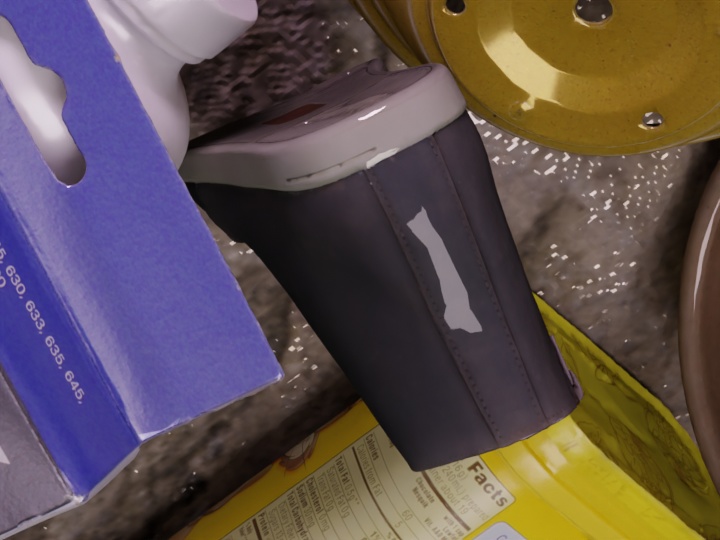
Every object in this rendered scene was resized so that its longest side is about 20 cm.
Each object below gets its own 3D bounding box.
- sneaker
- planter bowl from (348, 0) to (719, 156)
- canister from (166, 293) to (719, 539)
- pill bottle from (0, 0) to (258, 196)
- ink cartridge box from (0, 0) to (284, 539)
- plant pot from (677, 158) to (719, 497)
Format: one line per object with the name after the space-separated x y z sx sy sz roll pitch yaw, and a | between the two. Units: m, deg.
0.000 0.000 0.863 0.075 0.200 0.106 -25 98 -7 | sneaker
0.070 -0.094 0.834 0.200 0.083 0.200 6 130 7 | planter bowl
0.018 0.111 1.061 0.200 0.087 0.149 -37 134 15 | canister
-0.127 -0.038 0.844 0.200 0.111 0.111 -38 134 14 | pill bottle
-0.154 -0.009 0.776 0.200 0.047 0.198 -26 100 14 | ink cartridge box
0.238 0.019 1.010 0.175 0.200 0.200 -4 135 -41 | plant pot
